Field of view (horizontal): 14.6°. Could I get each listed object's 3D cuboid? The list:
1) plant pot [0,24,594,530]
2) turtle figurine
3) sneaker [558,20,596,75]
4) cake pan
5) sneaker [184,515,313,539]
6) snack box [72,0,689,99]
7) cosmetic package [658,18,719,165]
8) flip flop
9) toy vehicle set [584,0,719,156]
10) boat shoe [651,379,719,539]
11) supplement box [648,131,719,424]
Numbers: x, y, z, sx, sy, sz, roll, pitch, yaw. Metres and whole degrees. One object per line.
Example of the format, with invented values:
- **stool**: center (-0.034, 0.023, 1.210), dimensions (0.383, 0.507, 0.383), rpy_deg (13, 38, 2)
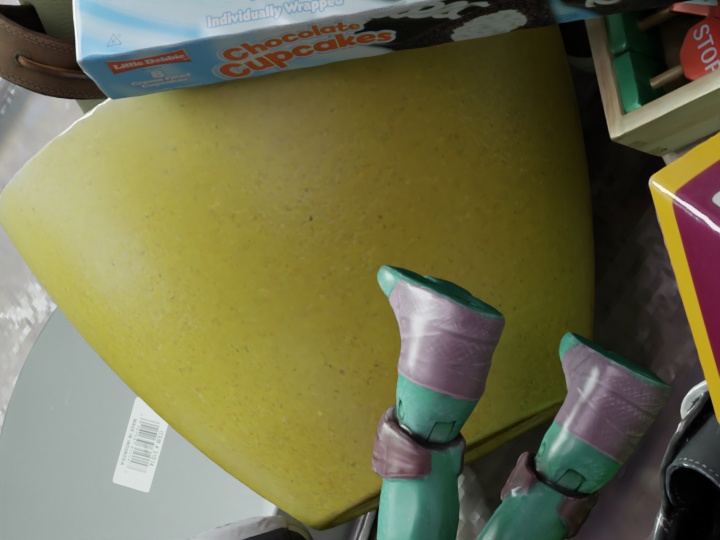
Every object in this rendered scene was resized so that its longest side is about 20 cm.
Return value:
- **plant pot**: center (0.000, 0.000, 0.927), dimensions (0.200, 0.200, 0.143), rpy_deg (-33, 81, 34)
- **turtle figurine**: center (0.013, 0.107, 0.833), dimensions (0.101, 0.149, 0.201), rpy_deg (30, 96, 44)
- **sneaker**: center (0.104, -0.163, 0.935), dimensions (0.076, 0.087, 0.201), rpy_deg (39, 106, 44)
- **cake pan**: center (-0.072, 0.071, 1.065), dimensions (0.200, 0.037, 0.201), rpy_deg (-19, 62, 40)
- **sneaker**: center (-0.037, 0.169, 0.937), dimensions (0.200, 0.077, 0.112), rpy_deg (105, 146, -54)
- **snack box**: center (0.012, -0.125, 0.822), dimensions (0.199, 0.037, 0.117), rpy_deg (-9, 72, 9)
- **cosmetic package**: center (0.164, -0.016, 0.827), dimensions (0.104, 0.073, 0.201), rpy_deg (-45, 47, 25)
- **flip flop**: center (-0.114, -0.085, 1.051), dimensions (0.081, 0.200, 0.058), rpy_deg (21, 67, 31)
- **toy vehicle set**: center (0.112, -0.149, 0.844), dimensions (0.124, 0.026, 0.201), rpy_deg (-27, 62, 35)
- **boat shoe**: center (0.117, 0.050, 0.748), dimensions (0.072, 0.067, 0.201), rpy_deg (8, 79, 51)
- **supplement box**: center (0.171, 0.022, 0.634), dimensions (0.110, 0.086, 0.200), rpy_deg (-32, 37, -14)
